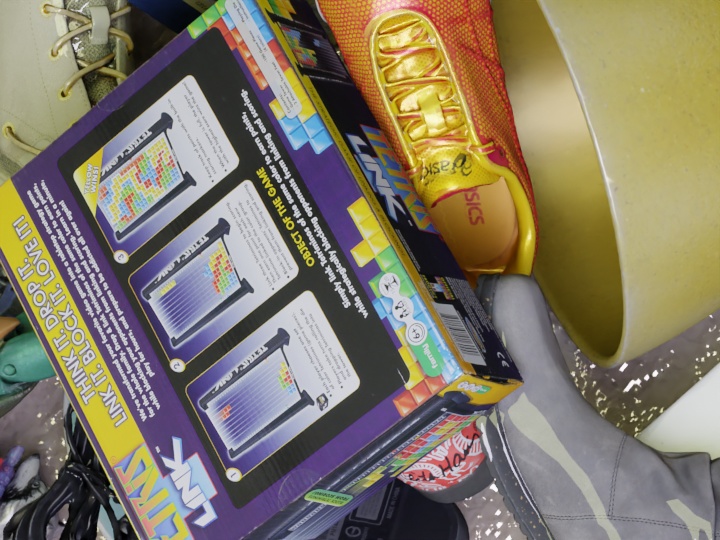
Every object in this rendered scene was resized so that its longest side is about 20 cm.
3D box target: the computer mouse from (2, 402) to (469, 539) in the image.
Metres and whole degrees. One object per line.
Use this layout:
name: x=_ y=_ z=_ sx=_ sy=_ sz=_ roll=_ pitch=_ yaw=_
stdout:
computer mouse: x=-0.048 y=0.118 z=1.336 sx=0.199 sy=0.053 sz=0.139 roll=12 pitch=41 yaw=13

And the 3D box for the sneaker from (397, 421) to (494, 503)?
sneaker: x=0.001 y=0.000 z=1.312 sx=0.067 sy=0.108 sz=0.202 roll=-27 pitch=60 yaw=10

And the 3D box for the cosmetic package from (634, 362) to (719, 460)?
cosmetic package: x=0.187 y=0.076 z=1.274 sx=0.200 sy=0.113 sz=0.081 roll=-40 pitch=70 yaw=6

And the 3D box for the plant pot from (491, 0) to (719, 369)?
plant pot: x=0.142 y=-0.074 z=1.289 sx=0.142 sy=0.200 sz=0.200 roll=-18 pitch=74 yaw=-9

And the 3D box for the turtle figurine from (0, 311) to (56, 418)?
turtle figurine: x=-0.185 y=0.028 z=1.355 sx=0.199 sy=0.150 sz=0.101 roll=-10 pitch=120 yaw=-7

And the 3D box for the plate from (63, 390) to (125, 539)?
plate: x=-0.045 y=0.062 z=1.399 sx=0.200 sy=0.026 sz=0.201 roll=-3 pitch=79 yaw=17

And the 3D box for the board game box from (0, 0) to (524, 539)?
board game box: x=-0.050 y=0.009 z=1.228 sx=0.165 sy=0.057 sz=0.200 roll=-38 pitch=67 yaw=23

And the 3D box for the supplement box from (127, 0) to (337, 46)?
supplement box: x=-0.010 y=-0.200 z=1.340 sx=0.199 sy=0.200 sz=0.135 roll=-19 pitch=77 yaw=13

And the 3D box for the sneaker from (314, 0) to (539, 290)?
sneaker: x=0.034 y=-0.075 z=1.252 sx=0.073 sy=0.077 sz=0.200 roll=-22 pitch=116 yaw=6

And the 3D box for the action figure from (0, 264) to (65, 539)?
action figure: x=-0.222 y=0.077 z=1.438 sx=0.193 sy=0.105 sz=0.200 roll=28 pitch=64 yaw=14

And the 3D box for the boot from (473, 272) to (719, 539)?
boot: x=0.124 y=0.084 z=1.206 sx=0.131 sy=0.070 sz=0.201 roll=-17 pitch=82 yaw=15

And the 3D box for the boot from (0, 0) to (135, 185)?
boot: x=-0.124 y=-0.100 z=1.371 sx=0.200 sy=0.072 sz=0.155 roll=19 pitch=105 yaw=57
